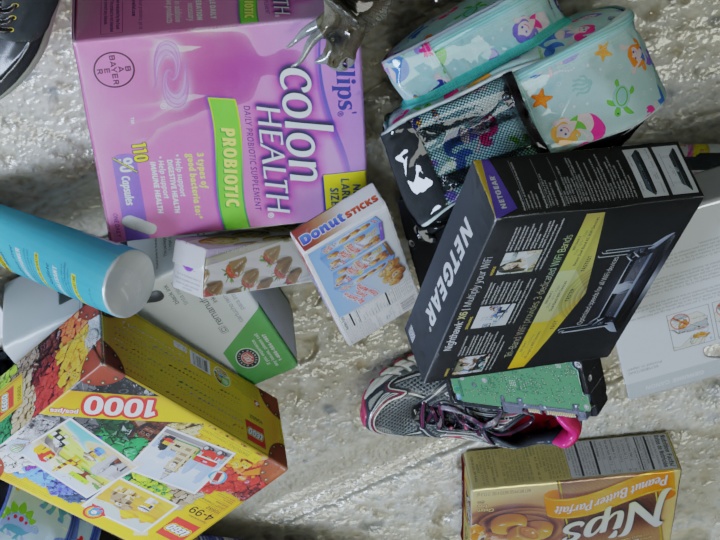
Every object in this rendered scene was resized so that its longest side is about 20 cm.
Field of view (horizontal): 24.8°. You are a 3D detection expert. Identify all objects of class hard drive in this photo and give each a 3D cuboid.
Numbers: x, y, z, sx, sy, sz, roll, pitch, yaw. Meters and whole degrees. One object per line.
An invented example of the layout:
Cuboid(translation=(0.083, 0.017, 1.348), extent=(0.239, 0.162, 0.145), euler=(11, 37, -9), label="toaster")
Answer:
Cuboid(translation=(0.117, 0.025, 1.319), extent=(0.139, 0.038, 0.201), euler=(4, 122, 35), label="hard drive")

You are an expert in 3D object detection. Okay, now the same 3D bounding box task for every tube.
Cuboid(translation=(-0.240, -0.015, 1.233), extent=(0.050, 0.199, 0.078), euler=(-43, 134, -32), label="tube")

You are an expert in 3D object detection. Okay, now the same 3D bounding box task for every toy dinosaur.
Cuboid(translation=(0.011, -0.232, 1.074), extent=(0.101, 0.077, 0.202), euler=(4, 89, -10), label="toy dinosaur")

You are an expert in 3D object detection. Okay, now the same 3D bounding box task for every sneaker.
Cuboid(translation=(-0.249, -0.190, 1.100), extent=(0.075, 0.106, 0.201), euler=(37, 113, 5), label="sneaker")
Cuboid(translation=(0.098, 0.119, 1.436), extent=(0.198, 0.075, 0.081), euler=(-4, 129, -5), label="sneaker")

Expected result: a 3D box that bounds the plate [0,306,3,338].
Cuboid(translation=(-0.403, -0.001, 1.291), extent=(0.199, 0.032, 0.200), euler=(-17, 130, 5), label="plate")

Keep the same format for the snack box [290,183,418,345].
Cuboid(translation=(0.000, 0.000, 1.257), extent=(0.072, 0.024, 0.200), euler=(-30, 157, -3), label="snack box")

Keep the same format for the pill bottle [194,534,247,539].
Cuboid(translation=(-0.093, 0.312, 1.540), extent=(0.198, 0.112, 0.112), euler=(9, 127, -15), label="pill bottle")

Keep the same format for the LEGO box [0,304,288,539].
Cuboid(translation=(-0.180, 0.127, 1.287), extent=(0.149, 0.077, 0.200), euler=(-38, 130, 23), label="LEGO box")

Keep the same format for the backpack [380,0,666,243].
Cuboid(translation=(0.112, -0.127, 1.170), extent=(0.199, 0.178, 0.152), euler=(-19, 99, 6), label="backpack")

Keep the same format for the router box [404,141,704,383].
Cuboid(translation=(0.131, -0.003, 1.153), extent=(0.156, 0.052, 0.201), euler=(-6, 146, -20), label="router box")

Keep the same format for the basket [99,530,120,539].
Cuboid(translation=(-0.286, 0.347, 1.520), extent=(0.135, 0.181, 0.201), euler=(19, 115, -41), label="basket")

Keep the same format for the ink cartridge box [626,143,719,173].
Cuboid(translation=(0.258, -0.022, 1.338), extent=(0.198, 0.083, 0.147), euler=(-1, 128, -7), label="ink cartridge box")

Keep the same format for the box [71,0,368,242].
Cuboid(translation=(-0.098, -0.126, 1.193), extent=(0.198, 0.097, 0.177), euler=(-6, 129, -4), label="box")

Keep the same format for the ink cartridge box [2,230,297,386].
Cuboid(translation=(-0.171, 0.045, 1.329), extent=(0.199, 0.083, 0.147), euler=(-24, 129, 11), label="ink cartridge box")

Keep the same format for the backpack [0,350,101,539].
Cuboid(translation=(-0.305, 0.204, 1.363), extent=(0.183, 0.201, 0.147), euler=(-36, 125, 19), label="backpack")

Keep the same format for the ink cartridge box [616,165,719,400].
Cuboid(translation=(0.284, 0.001, 1.279), extent=(0.199, 0.044, 0.174), euler=(-16, 128, 5), label="ink cartridge box")

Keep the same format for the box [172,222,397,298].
Cuboid(translation=(-0.056, -0.012, 1.261), extent=(0.199, 0.041, 0.039), euler=(-8, 110, -42), label="box")

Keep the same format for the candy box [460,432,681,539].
Cuboid(translation=(0.196, 0.220, 1.544), extent=(0.198, 0.055, 0.116), euler=(-5, 129, -5), label="candy box")
